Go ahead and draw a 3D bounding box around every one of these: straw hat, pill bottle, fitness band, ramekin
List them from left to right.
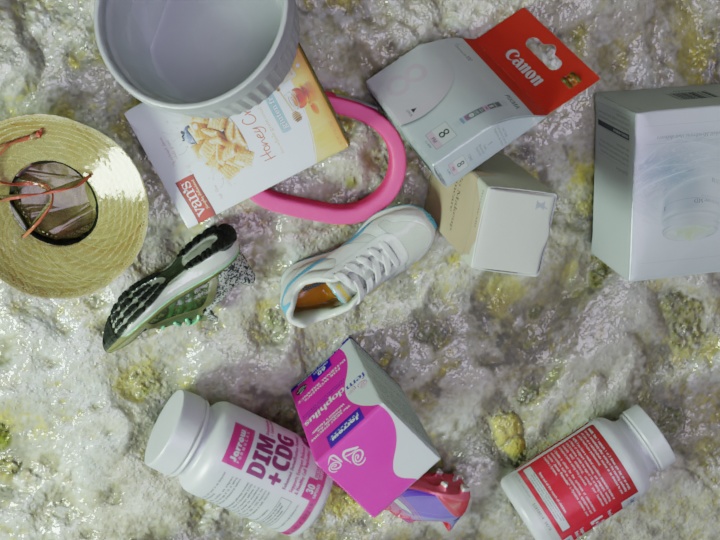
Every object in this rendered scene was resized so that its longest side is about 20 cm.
[{"bbox_3d":[-0.322,-0.075,1.247,0.201,0.085,0.201,-2,103,-9],"label":"straw hat"},{"bbox_3d":[-0.155,-0.246,1.180,0.200,0.105,0.200,-1,83,11],"label":"ramekin"},{"bbox_3d":[-0.140,0.221,1.368,0.200,0.113,0.113,27,100,-19],"label":"pill bottle"},{"bbox_3d":[-0.046,-0.127,1.316,0.200,0.037,0.144,11,105,-14],"label":"fitness band"},{"bbox_3d":[0.285,0.256,1.474,0.200,0.112,0.112,-33,112,0],"label":"pill bottle"}]

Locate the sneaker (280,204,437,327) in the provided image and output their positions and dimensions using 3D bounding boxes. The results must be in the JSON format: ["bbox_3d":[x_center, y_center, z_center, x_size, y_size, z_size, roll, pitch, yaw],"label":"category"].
[{"bbox_3d":[0.000,0.000,1.325,0.200,0.081,0.077,-31,114,14],"label":"sneaker"}]

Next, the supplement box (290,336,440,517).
[{"bbox_3d":[0.002,0.173,1.337,0.101,0.200,0.103,-43,112,3],"label":"supplement box"}]

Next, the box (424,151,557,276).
[{"bbox_3d":[0.137,-0.071,1.286,0.078,0.200,0.095,6,107,-14],"label":"box"}]

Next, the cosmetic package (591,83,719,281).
[{"bbox_3d":[0.385,-0.105,1.373,0.199,0.123,0.200,-6,110,-10],"label":"cosmetic package"}]

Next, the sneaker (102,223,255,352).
[{"bbox_3d":[-0.199,0.040,1.323,0.200,0.077,0.089,-36,120,3],"label":"sneaker"}]

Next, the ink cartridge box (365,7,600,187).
[{"bbox_3d":[0.127,-0.202,1.264,0.200,0.163,0.057,-37,140,4],"label":"ink cartridge box"}]

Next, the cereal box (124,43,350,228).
[{"bbox_3d":[-0.130,-0.152,1.259,0.200,0.040,0.144,-27,100,7],"label":"cereal box"}]

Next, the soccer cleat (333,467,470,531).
[{"bbox_3d":[0.041,0.275,1.455,0.200,0.067,0.077,13,109,-19],"label":"soccer cleat"}]
